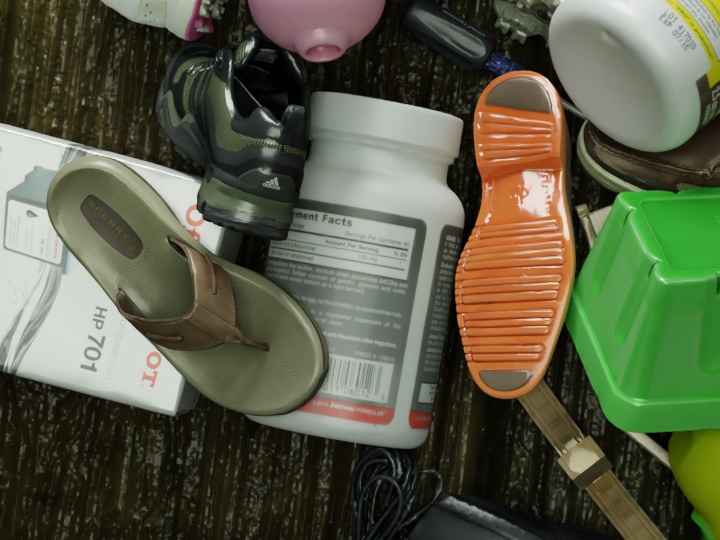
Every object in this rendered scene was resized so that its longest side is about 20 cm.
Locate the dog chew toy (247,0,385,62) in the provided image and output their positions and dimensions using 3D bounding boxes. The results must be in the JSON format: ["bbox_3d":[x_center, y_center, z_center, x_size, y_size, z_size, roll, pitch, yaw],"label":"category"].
[{"bbox_3d":[-0.031,-0.213,1.359,0.124,0.125,0.200,-6,69,3],"label":"dog chew toy"}]

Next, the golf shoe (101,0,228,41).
[{"bbox_3d":[-0.111,-0.246,1.464,0.091,0.075,0.200,13,86,11],"label":"golf shoe"}]

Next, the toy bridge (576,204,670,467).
[{"bbox_3d":[0.172,0.053,1.457,0.067,0.027,0.200,-22,86,2],"label":"toy bridge"}]

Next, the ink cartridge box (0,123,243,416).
[{"bbox_3d":[-0.184,-0.005,1.455,0.200,0.086,0.147,14,89,4],"label":"ink cartridge box"}]

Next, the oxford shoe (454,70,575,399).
[{"bbox_3d":[0.102,-0.015,1.426,0.071,0.073,0.200,2,72,18],"label":"oxford shoe"}]

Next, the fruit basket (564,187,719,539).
[{"bbox_3d":[0.226,0.062,1.386,0.215,0.156,0.216,-6,126,-8],"label":"fruit basket"}]

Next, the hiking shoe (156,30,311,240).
[{"bbox_3d":[-0.063,-0.099,1.402,0.076,0.200,0.101,16,114,-26],"label":"hiking shoe"}]

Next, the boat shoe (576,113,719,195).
[{"bbox_3d":[0.234,-0.076,1.432,0.202,0.075,0.075,9,52,-4],"label":"boat shoe"}]

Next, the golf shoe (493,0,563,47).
[{"bbox_3d":[0.072,-0.214,1.465,0.200,0.078,0.097,28,69,1],"label":"golf shoe"}]

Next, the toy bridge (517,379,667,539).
[{"bbox_3d":[0.137,0.117,1.442,0.027,0.067,0.200,-37,75,0],"label":"toy bridge"}]

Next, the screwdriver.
[{"bbox_3d":[0.113,-0.111,1.471,0.200,0.029,0.028,31,90,4],"label":"screwdriver"}]

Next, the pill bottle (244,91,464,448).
[{"bbox_3d":[0.000,0.000,1.430,0.116,0.116,0.200,10,89,3],"label":"pill bottle"}]

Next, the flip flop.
[{"bbox_3d":[-0.106,0.011,1.371,0.200,0.058,0.081,44,103,5],"label":"flip flop"}]

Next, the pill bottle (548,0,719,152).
[{"bbox_3d":[0.212,-0.165,1.404,0.200,0.109,0.109,-40,87,-24],"label":"pill bottle"}]

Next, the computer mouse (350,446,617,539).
[{"bbox_3d":[0.082,0.194,1.440,0.200,0.053,0.139,13,108,0],"label":"computer mouse"}]
